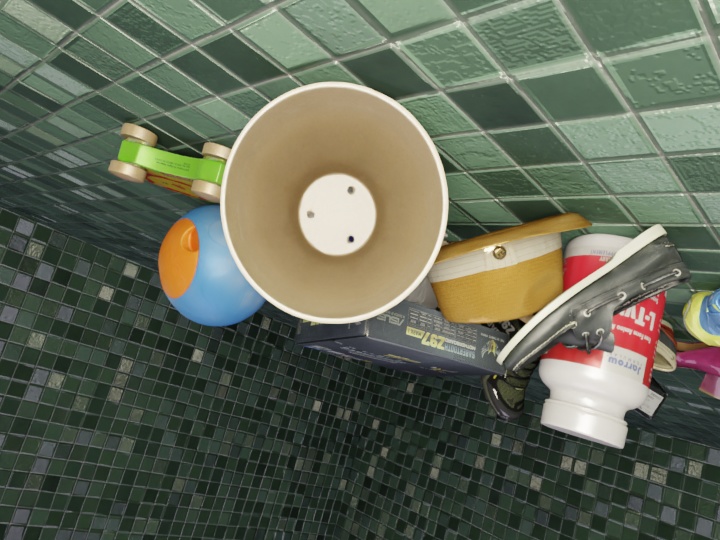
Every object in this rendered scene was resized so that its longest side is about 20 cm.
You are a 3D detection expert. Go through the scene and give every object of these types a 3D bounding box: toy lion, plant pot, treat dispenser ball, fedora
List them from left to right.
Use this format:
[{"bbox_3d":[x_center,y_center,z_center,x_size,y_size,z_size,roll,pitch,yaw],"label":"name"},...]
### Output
[{"bbox_3d":[-0.234,-0.128,0.813,0.195,0.070,0.192,15,175,14],"label":"toy lion"},{"bbox_3d":[-0.241,-0.008,0.996,0.196,0.206,0.201,17,169,3],"label":"treat dispenser ball"},{"bbox_3d":[-0.023,-0.059,0.565,0.183,0.192,0.200,18,-177,-3],"label":"plant pot"},{"bbox_3d":[0.133,0.004,0.579,0.196,0.084,0.201,-15,-178,0],"label":"fedora"}]

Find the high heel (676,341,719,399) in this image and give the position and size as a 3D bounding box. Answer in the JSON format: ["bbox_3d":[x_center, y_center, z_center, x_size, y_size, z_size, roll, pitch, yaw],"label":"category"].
[{"bbox_3d":[0.471,0.106,0.881,0.198,0.098,0.067,25,-142,35],"label":"high heel"}]

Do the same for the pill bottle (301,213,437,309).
[{"bbox_3d":[0.000,0.000,0.745,0.197,0.118,0.115,26,167,-17],"label":"pill bottle"}]

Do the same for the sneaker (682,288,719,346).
[{"bbox_3d":[0.452,0.069,0.614,0.196,0.077,0.105,15,168,19],"label":"sneaker"}]

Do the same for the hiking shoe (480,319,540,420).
[{"bbox_3d":[0.241,0.128,0.893,0.074,0.206,0.100,6,173,-25],"label":"hiking shoe"}]

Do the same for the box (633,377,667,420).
[{"bbox_3d":[0.370,0.143,0.902,0.157,0.047,0.199,33,-169,15],"label":"box"}]

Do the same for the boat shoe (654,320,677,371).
[{"bbox_3d":[0.358,0.087,0.830,0.195,0.064,0.072,18,146,-8],"label":"boat shoe"}]

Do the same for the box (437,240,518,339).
[{"bbox_3d":[0.138,0.050,0.885,0.161,0.049,0.200,54,167,2],"label":"box"}]

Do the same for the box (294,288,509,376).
[{"bbox_3d":[0.045,0.078,0.664,0.197,0.052,0.156,18,161,-30],"label":"box"}]

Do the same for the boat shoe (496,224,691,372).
[{"bbox_3d":[0.219,0.042,0.544,0.067,0.197,0.075,52,174,20],"label":"boat shoe"}]

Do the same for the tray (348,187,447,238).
[{"bbox_3d":[0.008,-0.079,0.744,0.196,0.023,0.107,22,169,-17],"label":"tray"}]

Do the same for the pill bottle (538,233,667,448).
[{"bbox_3d":[0.255,0.075,0.624,0.110,0.205,0.112,16,169,3],"label":"pill bottle"}]

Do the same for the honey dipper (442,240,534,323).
[{"bbox_3d":[0.141,0.019,0.661,0.199,0.038,0.038,40,-175,38],"label":"honey dipper"}]
